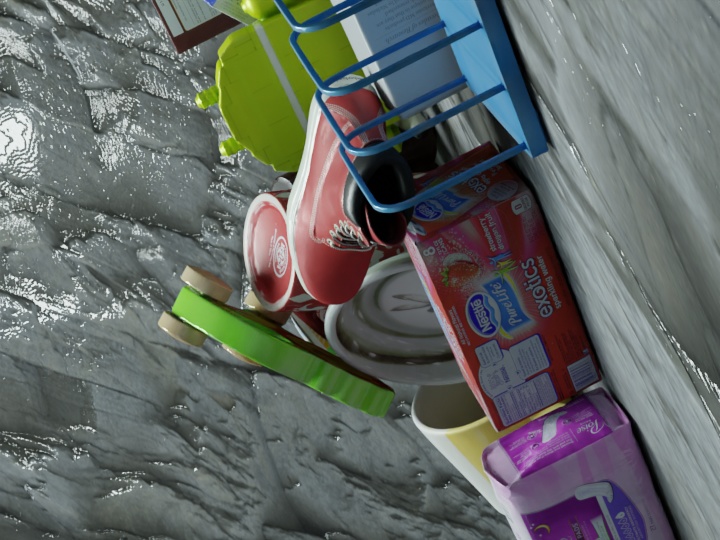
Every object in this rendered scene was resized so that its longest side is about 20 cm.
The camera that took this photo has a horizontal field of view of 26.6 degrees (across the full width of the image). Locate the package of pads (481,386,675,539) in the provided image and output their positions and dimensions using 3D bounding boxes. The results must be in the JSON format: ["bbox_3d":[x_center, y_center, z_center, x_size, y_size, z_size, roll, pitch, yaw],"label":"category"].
[{"bbox_3d":[0.188,0.208,1.253,0.201,0.120,0.076,64,178,-28],"label":"package of pads"}]

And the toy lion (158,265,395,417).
[{"bbox_3d":[-0.064,0.078,1.417,0.191,0.069,0.200,28,-179,27],"label":"toy lion"}]

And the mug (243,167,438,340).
[{"bbox_3d":[0.005,-0.003,1.409,0.133,0.199,0.179,-7,89,60],"label":"mug"}]

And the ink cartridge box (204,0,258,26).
[{"bbox_3d":[-0.085,-0.238,1.324,0.094,0.044,0.200,43,-167,30],"label":"ink cartridge box"}]

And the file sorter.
[{"bbox_3d":[0.017,-0.160,0.993,0.201,0.122,0.139,64,178,-32],"label":"file sorter"}]

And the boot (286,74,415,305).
[{"bbox_3d":[-0.005,-0.028,1.162,0.145,0.072,0.201,-114,24,-49],"label":"boot"}]

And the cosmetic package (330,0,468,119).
[{"bbox_3d":[0.010,-0.222,1.128,0.201,0.074,0.102,62,178,-23],"label":"cosmetic package"}]

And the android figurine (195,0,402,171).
[{"bbox_3d":[-0.036,-0.160,1.250,0.183,0.199,0.041,62,-178,-21],"label":"android figurine"}]

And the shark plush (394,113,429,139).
[{"bbox_3d":[0.000,-0.174,1.472,0.090,0.083,0.201,17,-138,-25],"label":"shark plush"}]

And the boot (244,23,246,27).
[{"bbox_3d":[-0.092,-0.206,1.452,0.131,0.067,0.200,68,-169,26],"label":"boot"}]

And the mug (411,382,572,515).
[{"bbox_3d":[0.152,0.165,1.454,0.154,0.149,0.187,56,-172,-23],"label":"mug"}]

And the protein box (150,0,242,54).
[{"bbox_3d":[-0.155,-0.370,1.663,0.135,0.199,0.199,65,178,-34],"label":"protein box"}]

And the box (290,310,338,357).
[{"bbox_3d":[0.034,0.026,1.566,0.101,0.200,0.113,50,177,8],"label":"box"}]

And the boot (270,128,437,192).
[{"bbox_3d":[-0.010,-0.056,1.538,0.064,0.199,0.187,43,139,24],"label":"boot"}]

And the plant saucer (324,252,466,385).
[{"bbox_3d":[0.067,0.031,1.345,0.200,0.199,0.050,66,-163,-53],"label":"plant saucer"}]

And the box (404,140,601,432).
[{"bbox_3d":[0.106,0.014,1.212,0.201,0.099,0.096,64,178,-32],"label":"box"}]
